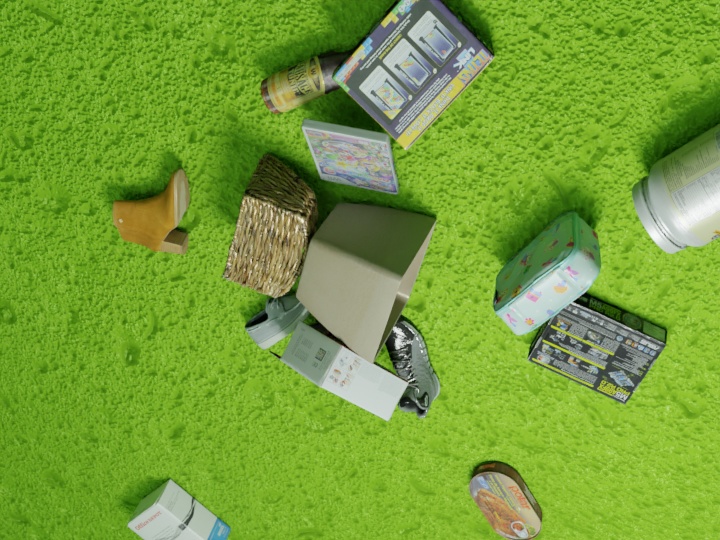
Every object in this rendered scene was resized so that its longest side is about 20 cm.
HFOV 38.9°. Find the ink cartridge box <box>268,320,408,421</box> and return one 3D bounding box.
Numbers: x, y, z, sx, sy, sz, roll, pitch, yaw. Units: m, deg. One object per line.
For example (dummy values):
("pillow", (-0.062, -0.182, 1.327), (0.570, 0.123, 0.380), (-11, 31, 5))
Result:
("ink cartridge box", (-0.042, 0.175, 1.860), (0.175, 0.085, 0.199), (26, 175, 47))

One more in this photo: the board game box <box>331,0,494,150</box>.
("board game box", (0.080, -0.316, 1.563), (0.165, 0.057, 0.200), (42, 108, -14))

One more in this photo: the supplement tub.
("supplement tub", (0.521, -0.126, 1.518), (0.199, 0.146, 0.145), (-33, 109, 35))

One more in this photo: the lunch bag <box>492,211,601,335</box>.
("lunch bag", (0.302, 0.003, 1.684), (0.077, 0.161, 0.200), (39, 122, -17))

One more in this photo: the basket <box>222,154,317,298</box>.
("basket", (-0.146, -0.076, 1.803), (0.140, 0.150, 0.202), (18, 127, -2))

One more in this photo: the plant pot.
("plant pot", (0.000, 0.000, 1.771), (0.175, 0.200, 0.202), (24, 129, 8))

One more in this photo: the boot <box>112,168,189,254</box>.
("boot", (-0.394, -0.116, 1.903), (0.141, 0.071, 0.203), (14, 133, 6))

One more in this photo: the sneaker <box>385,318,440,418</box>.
("sneaker", (0.090, 0.194, 1.920), (0.074, 0.116, 0.202), (-16, 118, 28))

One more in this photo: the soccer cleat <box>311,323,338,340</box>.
("soccer cleat", (-0.070, 0.137, 1.965), (0.068, 0.074, 0.199), (41, 127, -12))

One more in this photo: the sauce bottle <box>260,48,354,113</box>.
("sauce bottle", (-0.068, -0.315, 1.649), (0.197, 0.066, 0.067), (-20, 116, 25))

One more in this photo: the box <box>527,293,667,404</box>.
("box", (0.416, 0.133, 1.805), (0.197, 0.045, 0.162), (24, 129, 3))

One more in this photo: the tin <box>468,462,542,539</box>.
("tin", (0.301, 0.474, 2.096), (0.111, 0.042, 0.202), (-17, 117, 33))

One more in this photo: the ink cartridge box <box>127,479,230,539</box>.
("ink cartridge box", (-0.432, 0.610, 2.427), (0.200, 0.085, 0.144), (43, 126, -14))

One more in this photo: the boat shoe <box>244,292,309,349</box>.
("boat shoe", (-0.155, 0.082, 1.959), (0.071, 0.071, 0.200), (40, 130, -15))

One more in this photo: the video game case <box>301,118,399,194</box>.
("video game case", (-0.013, -0.185, 1.680), (0.141, 0.018, 0.200), (12, 163, 11))
